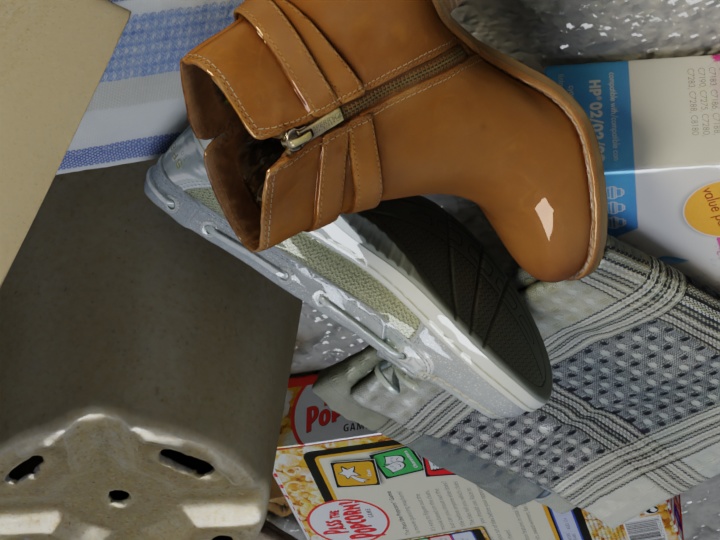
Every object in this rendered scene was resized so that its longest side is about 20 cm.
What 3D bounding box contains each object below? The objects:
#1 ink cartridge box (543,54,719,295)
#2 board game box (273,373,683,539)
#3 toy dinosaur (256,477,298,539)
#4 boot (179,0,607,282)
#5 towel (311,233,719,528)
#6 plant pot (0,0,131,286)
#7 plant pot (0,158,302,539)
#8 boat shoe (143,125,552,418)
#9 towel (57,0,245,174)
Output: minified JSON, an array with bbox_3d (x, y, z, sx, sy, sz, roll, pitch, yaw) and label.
[{"bbox_3d":[0.187,-0.039,1.263,0.199,0.068,0.115,-4,143,6],"label":"ink cartridge box"},{"bbox_3d":[0.061,0.105,1.467,0.199,0.046,0.152,-9,142,11],"label":"board game box"},{"bbox_3d":[-0.068,0.140,1.520,0.199,0.061,0.106,21,162,-17],"label":"toy dinosaur"},{"bbox_3d":[0.016,-0.048,1.144,0.077,0.155,0.201,13,134,46],"label":"boot"},{"bbox_3d":[0.108,0.061,1.323,0.192,0.035,0.200,27,141,-36],"label":"towel"},{"bbox_3d":[-0.232,-0.030,1.078,0.177,0.200,0.200,31,132,-12],"label":"plant pot"},{"bbox_3d":[-0.107,0.034,1.265,0.200,0.184,0.201,0,142,0],"label":"plant pot"},{"bbox_3d":[-0.001,0.000,1.209,0.202,0.075,0.065,37,121,-17],"label":"boat shoe"},{"bbox_3d":[-0.077,-0.121,1.148,0.146,0.024,0.200,-12,141,-19],"label":"towel"}]
